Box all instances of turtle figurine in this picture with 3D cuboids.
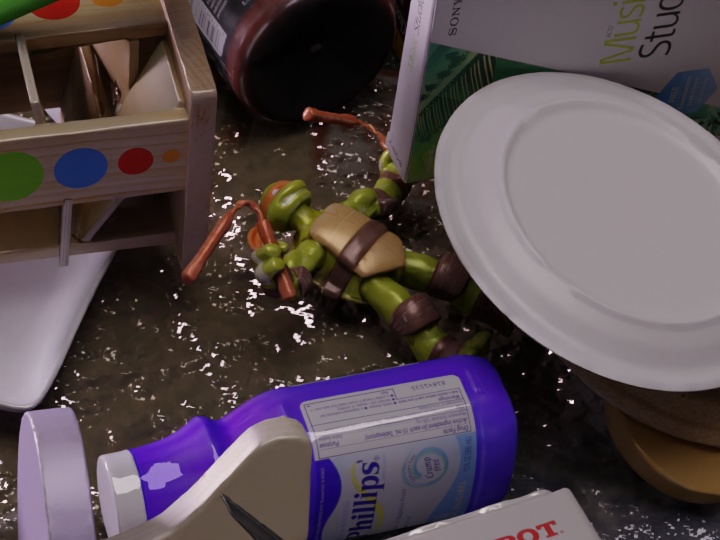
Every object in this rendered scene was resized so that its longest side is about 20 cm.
[{"bbox_3d":[0.000,0.000,1.310,0.161,0.065,0.200,33,35,11],"label":"turtle figurine"}]

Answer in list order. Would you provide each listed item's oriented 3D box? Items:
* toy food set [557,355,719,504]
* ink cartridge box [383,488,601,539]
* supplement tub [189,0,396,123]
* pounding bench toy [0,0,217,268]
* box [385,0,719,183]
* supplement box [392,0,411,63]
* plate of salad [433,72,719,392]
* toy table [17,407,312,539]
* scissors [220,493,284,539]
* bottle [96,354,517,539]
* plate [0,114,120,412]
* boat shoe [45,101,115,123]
[{"bbox_3d":[0.169,0.016,1.306,0.200,0.049,0.198,45,48,14],"label":"toy food set"},{"bbox_3d":[0.069,0.211,1.099,0.144,0.085,0.200,-15,50,-20],"label":"ink cartridge box"},{"bbox_3d":[-0.067,-0.184,1.456,0.107,0.107,0.200,-17,50,-22],"label":"supplement tub"},{"bbox_3d":[-0.161,-0.104,1.254,0.155,0.200,0.125,-7,48,-14],"label":"pounding bench toy"},{"bbox_3d":[0.119,-0.118,1.309,0.199,0.145,0.036,-8,51,-14],"label":"box"},{"bbox_3d":[0.099,-0.187,1.409,0.132,0.200,0.198,-9,47,-15],"label":"supplement box"},{"bbox_3d":[0.125,-0.017,1.245,0.199,0.048,0.201,14,47,-16],"label":"plate of salad"},{"bbox_3d":[-0.081,0.151,1.066,0.117,0.201,0.184,-4,36,-14],"label":"toy table"},{"bbox_3d":[0.023,0.158,1.017,0.073,0.014,0.200,-33,84,-30],"label":"scissors"},{"bbox_3d":[-0.026,0.094,1.203,0.199,0.084,0.065,-9,48,-16],"label":"bottle"},{"bbox_3d":[-0.228,-0.013,1.322,0.199,0.032,0.200,14,46,9],"label":"plate"},{"bbox_3d":[-0.164,-0.130,1.426,0.069,0.057,0.200,-33,57,-32],"label":"boat shoe"}]
